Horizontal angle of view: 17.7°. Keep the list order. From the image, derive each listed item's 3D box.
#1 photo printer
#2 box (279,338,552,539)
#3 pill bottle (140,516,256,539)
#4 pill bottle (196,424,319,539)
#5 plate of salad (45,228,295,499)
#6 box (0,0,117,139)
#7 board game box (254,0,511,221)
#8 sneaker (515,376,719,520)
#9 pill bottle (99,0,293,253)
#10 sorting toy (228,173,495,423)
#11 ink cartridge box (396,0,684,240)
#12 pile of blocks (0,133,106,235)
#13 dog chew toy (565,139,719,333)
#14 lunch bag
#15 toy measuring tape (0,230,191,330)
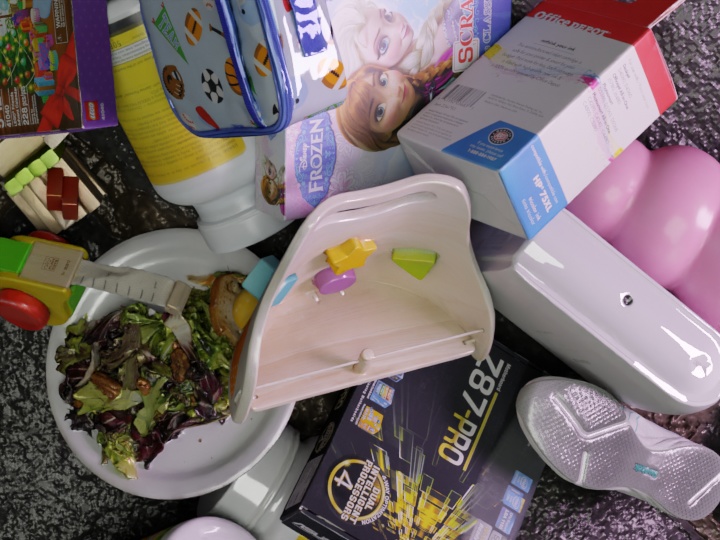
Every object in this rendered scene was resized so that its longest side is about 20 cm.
[{"bbox_3d":[0.172,0.032,1.674,0.200,0.166,0.070,38,81,-14],"label":"photo printer"},{"bbox_3d":[0.051,0.136,1.701,0.161,0.049,0.201,33,62,-12],"label":"box"},{"bbox_3d":[-0.159,0.259,1.719,0.111,0.111,0.199,47,139,-15],"label":"pill bottle"},{"bbox_3d":[-0.016,0.196,1.743,0.199,0.114,0.115,33,104,-11],"label":"pill bottle"},{"bbox_3d":[-0.141,0.066,1.691,0.198,0.048,0.202,-2,81,13],"label":"plate of salad"},{"bbox_3d":[-0.237,-0.192,1.586,0.136,0.039,0.202,-3,94,37],"label":"box"},{"bbox_3d":[0.018,-0.148,1.620,0.198,0.041,0.202,-12,112,-33],"label":"board game box"},{"bbox_3d":[0.181,0.130,1.719,0.200,0.080,0.071,29,88,-34],"label":"sneaker"},{"bbox_3d":[-0.116,-0.118,1.638,0.111,0.112,0.201,-24,107,5],"label":"pill bottle"},{"bbox_3d":[0.000,0.000,1.601,0.199,0.107,0.180,-14,151,-21],"label":"sorting toy"},{"bbox_3d":[0.137,-0.121,1.618,0.200,0.116,0.068,-42,127,-20],"label":"ink cartridge box"},{"bbox_3d":[-0.244,-0.114,1.660,0.081,0.062,0.202,-13,108,2],"label":"pile of blocks"},{"bbox_3d":[0.236,-0.034,1.681,0.199,0.125,0.125,26,105,-1],"label":"dog chew toy"},{"bbox_3d":[-0.085,-0.188,1.495,0.075,0.160,0.202,-23,104,-29],"label":"lunch bag"},{"bbox_3d":[-0.203,0.015,1.679,0.199,0.073,0.074,11,110,25],"label":"toy measuring tape"}]
